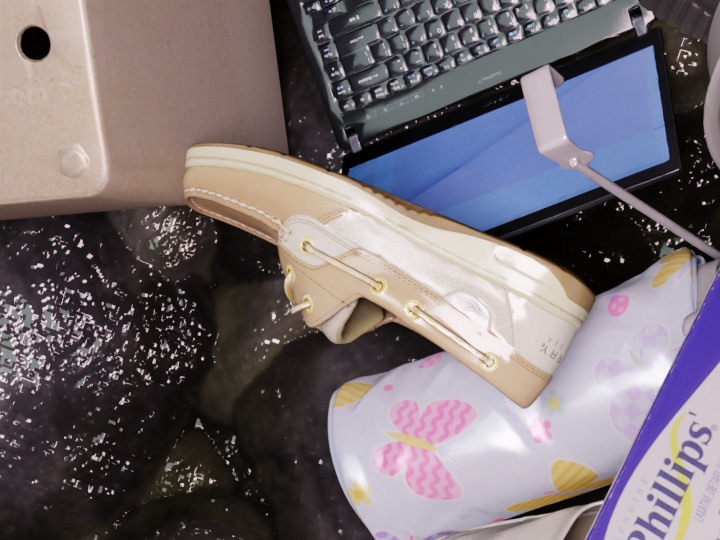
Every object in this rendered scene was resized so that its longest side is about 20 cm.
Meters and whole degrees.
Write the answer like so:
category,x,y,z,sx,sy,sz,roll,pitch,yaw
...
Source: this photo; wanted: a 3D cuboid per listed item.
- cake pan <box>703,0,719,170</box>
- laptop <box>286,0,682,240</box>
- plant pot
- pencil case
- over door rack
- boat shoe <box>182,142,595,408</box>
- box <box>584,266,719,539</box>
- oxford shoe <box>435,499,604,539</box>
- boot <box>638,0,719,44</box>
category,x,y,z,sx,sy,sz,roll,pitch,yaw
cake pan,0.230,-0.103,0.718,0.199,0.200,0.037,-30,53,17
laptop,0.044,-0.112,0.831,0.176,0.103,0.201,-20,88,19
plant pot,-0.159,-0.112,0.835,0.198,0.177,0.202,-4,102,13
pencil case,0.083,0.061,0.815,0.199,0.083,0.091,-24,68,18
over door rack,0.175,-0.035,0.687,0.147,0.200,0.067,-26,50,27
boat shoe,0.000,0.000,0.763,0.199,0.074,0.067,21,85,24
box,0.141,0.117,0.652,0.104,0.201,0.184,23,56,15
oxford shoe,0.073,0.152,0.826,0.199,0.058,0.076,-22,82,21
boot,0.154,-0.199,0.789,0.138,0.078,0.200,-35,70,-20
